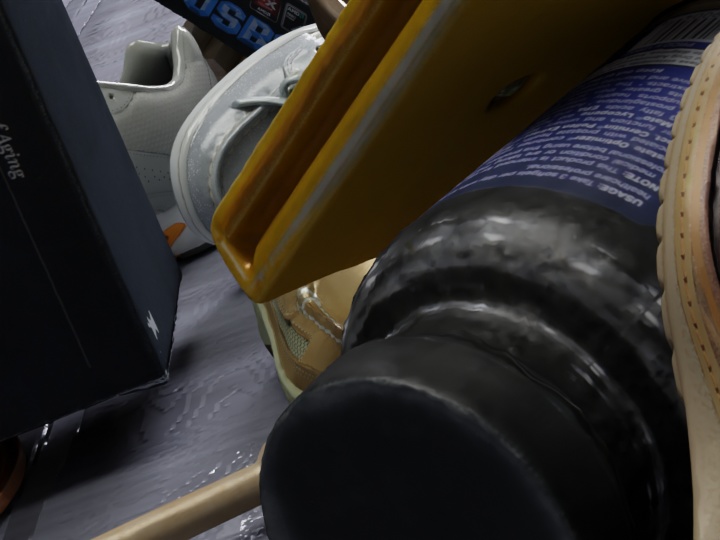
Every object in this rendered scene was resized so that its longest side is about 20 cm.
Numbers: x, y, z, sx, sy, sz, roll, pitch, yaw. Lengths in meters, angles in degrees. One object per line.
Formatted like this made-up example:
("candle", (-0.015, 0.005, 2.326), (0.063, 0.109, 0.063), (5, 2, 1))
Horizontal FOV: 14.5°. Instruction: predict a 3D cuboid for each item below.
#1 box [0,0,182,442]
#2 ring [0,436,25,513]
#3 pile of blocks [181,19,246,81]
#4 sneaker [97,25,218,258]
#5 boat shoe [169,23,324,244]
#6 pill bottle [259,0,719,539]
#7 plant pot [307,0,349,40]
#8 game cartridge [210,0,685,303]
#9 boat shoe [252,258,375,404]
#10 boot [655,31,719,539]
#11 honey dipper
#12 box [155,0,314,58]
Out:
("box", (-0.188, -0.032, 0.944), (0.196, 0.200, 0.124), (-21, 16, 6))
("ring", (-0.207, 0.097, 0.954), (0.200, 0.019, 0.200), (-21, 16, 6))
("pile of blocks", (0.006, -0.136, 1.292), (0.062, 0.082, 0.200), (2, 29, 48))
("sneaker", (-0.121, -0.028, 1.101), (0.076, 0.092, 0.200), (-8, 22, 43))
("boat shoe", (0.022, -0.066, 1.071), (0.202, 0.075, 0.065), (-22, 10, -22))
("pill bottle", (0.065, 0.016, 0.681), (0.112, 0.112, 0.200), (-9, 21, 40))
("plant pot", (0.084, -0.098, 0.995), (0.200, 0.093, 0.201), (-8, 41, 7))
("game cartridge", (0.070, -0.074, 0.771), (0.200, 0.032, 0.176), (-24, -17, -33))
("boat shoe", (0.000, 0.000, 0.864), (0.072, 0.076, 0.200), (-14, 15, -16))
("boot", (0.144, 0.021, 0.541), (0.166, 0.072, 0.200), (-11, 53, 21))
("honey dipper", (-0.096, 0.093, 0.796), (0.200, 0.038, 0.038), (-23, 16, -14))
("box", (-0.007, -0.158, 1.242), (0.200, 0.050, 0.198), (32, 43, 18))
